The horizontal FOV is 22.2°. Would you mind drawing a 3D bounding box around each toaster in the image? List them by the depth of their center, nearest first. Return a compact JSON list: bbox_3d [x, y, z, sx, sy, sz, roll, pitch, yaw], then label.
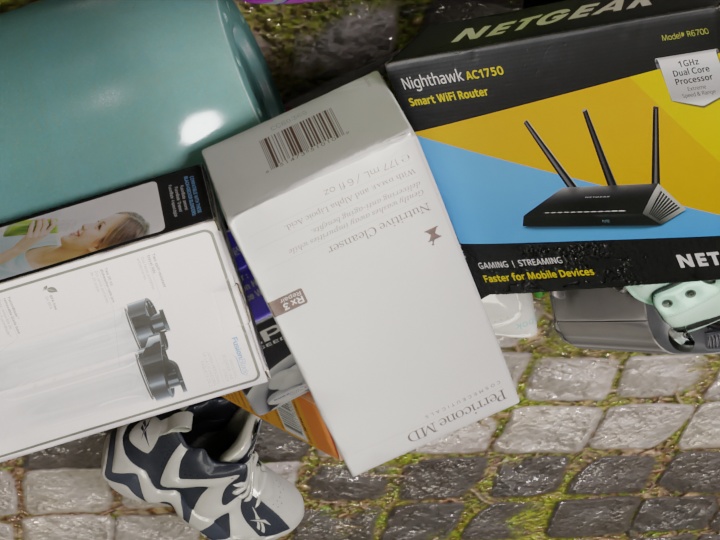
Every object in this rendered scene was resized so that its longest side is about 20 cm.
[{"bbox_3d":[0.224,-0.001,1.289,0.200,0.114,0.129,-8,-177,-38],"label":"toaster"}]

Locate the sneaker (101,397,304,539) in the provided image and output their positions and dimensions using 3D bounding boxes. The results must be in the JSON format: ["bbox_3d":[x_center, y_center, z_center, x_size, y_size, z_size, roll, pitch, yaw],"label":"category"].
[{"bbox_3d":[-0.100,0.161,1.521,0.199,0.080,0.130,31,139,-29],"label":"sneaker"}]

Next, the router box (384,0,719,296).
[{"bbox_3d":[0.127,-0.065,0.946,0.200,0.051,0.149,-6,119,39],"label":"router box"}]

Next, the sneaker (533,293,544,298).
[{"bbox_3d":[0.050,0.016,1.343,0.200,0.085,0.078,-29,140,28],"label":"sneaker"}]

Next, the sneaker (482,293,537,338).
[{"bbox_3d":[0.032,0.036,1.292,0.200,0.075,0.089,-11,118,38],"label":"sneaker"}]

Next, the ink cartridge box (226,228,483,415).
[{"bbox_3d":[0.000,0.000,1.115,0.198,0.043,0.200,-27,156,-3],"label":"ink cartridge box"}]

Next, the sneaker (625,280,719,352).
[{"bbox_3d":[0.196,-0.024,1.014,0.118,0.074,0.200,-20,146,6],"label":"sneaker"}]

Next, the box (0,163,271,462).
[{"bbox_3d":[-0.160,0.030,1.000,0.200,0.060,0.117,-17,126,0],"label":"box"}]

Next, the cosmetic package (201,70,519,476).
[{"bbox_3d":[0.003,0.005,1.019,0.113,0.081,0.200,-26,125,1],"label":"cosmetic package"}]

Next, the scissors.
[{"bbox_3d":[-0.063,-0.102,1.214,0.073,0.014,0.200,25,135,-36],"label":"scissors"}]

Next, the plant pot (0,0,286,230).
[{"bbox_3d":[-0.130,-0.079,1.085,0.161,0.201,0.201,-21,143,8],"label":"plant pot"}]

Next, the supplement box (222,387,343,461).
[{"bbox_3d":[-0.069,0.056,1.282,0.067,0.200,0.069,-43,137,-25],"label":"supplement box"}]

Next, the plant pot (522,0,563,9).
[{"bbox_3d":[0.204,-0.157,1.049,0.200,0.178,0.200,10,142,-23],"label":"plant pot"}]

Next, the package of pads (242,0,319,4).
[{"bbox_3d":[0.010,-0.184,0.962,0.200,0.068,0.155,-4,180,9],"label":"package of pads"}]
